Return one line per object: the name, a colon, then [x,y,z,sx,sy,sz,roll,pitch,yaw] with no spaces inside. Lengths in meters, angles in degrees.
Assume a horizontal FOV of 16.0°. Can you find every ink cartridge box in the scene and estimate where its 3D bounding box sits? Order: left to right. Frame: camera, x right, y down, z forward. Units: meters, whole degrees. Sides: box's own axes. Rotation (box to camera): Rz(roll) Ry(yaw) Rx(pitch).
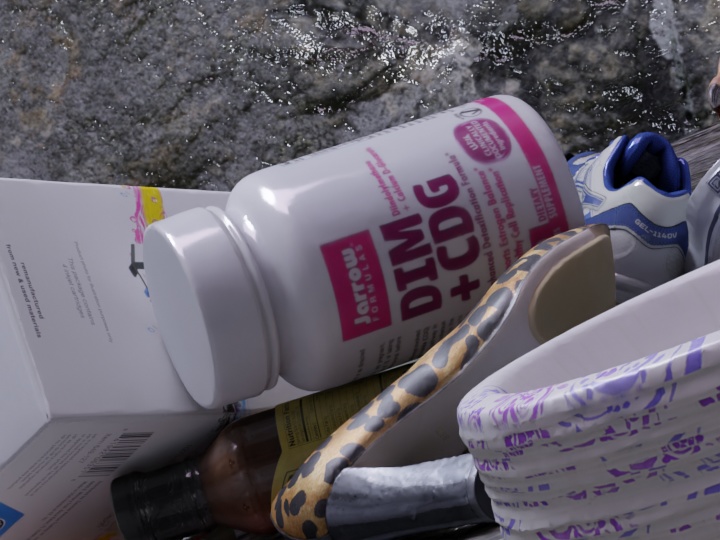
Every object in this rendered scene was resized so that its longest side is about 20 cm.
ink cartridge box: [-0.141,0.051,1.342,0.200,0.145,0.147,2,-34,-44]

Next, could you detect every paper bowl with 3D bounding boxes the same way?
paper bowl: [0.135,0.044,0.692,0.200,0.105,0.201,-24,3,1]

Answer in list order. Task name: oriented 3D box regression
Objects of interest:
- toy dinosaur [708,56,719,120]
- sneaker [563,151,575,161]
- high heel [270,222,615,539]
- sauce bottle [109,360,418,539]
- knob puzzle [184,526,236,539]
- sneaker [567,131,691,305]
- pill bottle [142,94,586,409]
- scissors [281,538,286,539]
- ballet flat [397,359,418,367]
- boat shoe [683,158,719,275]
toy dinosaur: [0.263,-0.083,1.616,0.086,0.136,0.200,-23,2,1]
sneaker: [0.114,-0.009,1.516,0.077,0.112,0.200,23,23,12]
high heel: [0.038,0.052,1.208,0.142,0.071,0.200,-14,32,41]
sauce bottle: [-0.025,0.095,1.274,0.199,0.065,0.065,-18,4,7]
knob puzzle: [-0.160,0.170,1.335,0.219,0.031,0.220,-25,-1,-1]
sneaker: [0.149,-0.036,1.376,0.075,0.088,0.200,17,19,-9]
pill bottle: [0.001,-0.007,1.262,0.199,0.114,0.113,-19,1,-18]
scissors: [-0.017,0.128,1.251,0.199,0.014,0.073,-25,1,1]
ballet flat: [0.053,0.072,1.337,0.200,0.067,0.064,-14,38,39]
boat shoe: [0.210,-0.002,1.285,0.071,0.070,0.200,-41,-20,-7]
